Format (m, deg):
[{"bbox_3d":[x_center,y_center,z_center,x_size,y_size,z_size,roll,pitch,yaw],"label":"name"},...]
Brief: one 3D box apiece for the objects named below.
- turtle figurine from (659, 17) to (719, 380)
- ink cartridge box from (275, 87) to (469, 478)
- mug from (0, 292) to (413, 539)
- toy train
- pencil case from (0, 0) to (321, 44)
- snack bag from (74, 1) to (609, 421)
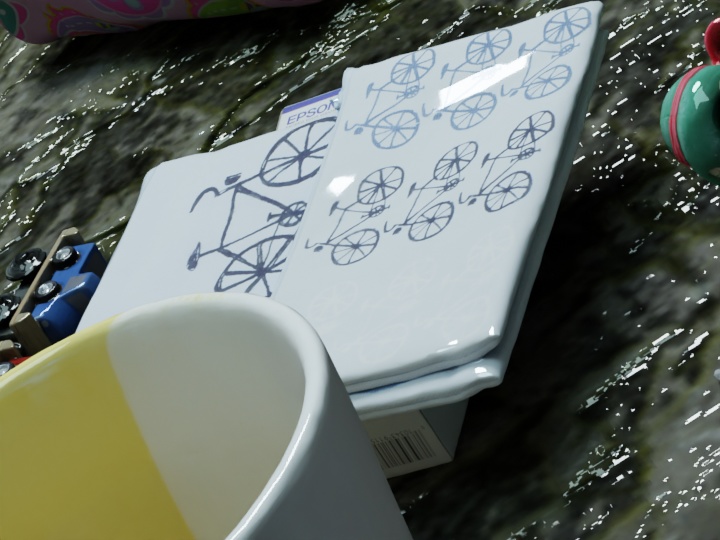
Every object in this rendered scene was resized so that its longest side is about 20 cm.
[{"bbox_3d":[0.154,-0.028,0.800,0.199,0.101,0.150,4,45,41],"label":"turtle figurine"},{"bbox_3d":[0.000,0.000,0.971,0.099,0.039,0.200,-18,33,27],"label":"ink cartridge box"},{"bbox_3d":[-0.045,0.105,0.726,0.149,0.153,0.187,-38,28,-9],"label":"mug"},{"bbox_3d":[-0.131,0.052,1.029,0.046,0.034,0.200,-12,34,27],"label":"toy train"},{"bbox_3d":[-0.086,-0.150,1.247,0.200,0.088,0.088,-1,41,43],"label":"pencil case"},{"bbox_3d":[-0.019,-0.008,0.941,0.199,0.021,0.189,-15,34,29],"label":"snack bag"}]
